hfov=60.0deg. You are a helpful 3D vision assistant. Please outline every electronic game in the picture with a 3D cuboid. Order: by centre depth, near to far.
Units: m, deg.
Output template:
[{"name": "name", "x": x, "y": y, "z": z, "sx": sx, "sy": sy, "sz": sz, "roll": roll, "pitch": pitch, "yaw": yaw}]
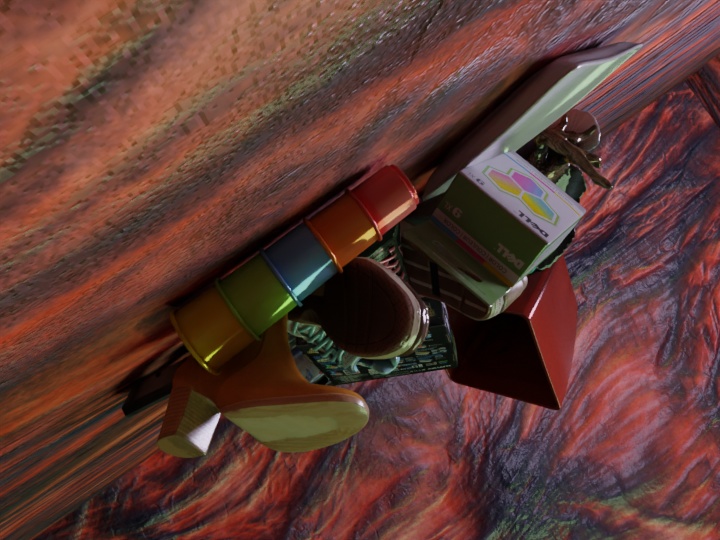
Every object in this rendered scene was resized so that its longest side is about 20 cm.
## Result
[{"name": "electronic game", "x": -0.162, "y": 0.107, "z": 0.681, "sx": 0.198, "sy": 0.042, "sz": 0.200, "roll": -27, "pitch": 178, "yaw": -1}]

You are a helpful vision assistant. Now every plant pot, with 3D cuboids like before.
[{"name": "plant pot", "x": 0.231, "y": 0.063, "z": 0.966, "sx": 0.198, "sy": 0.201, "sz": 0.177, "roll": 8, "pitch": -132, "yaw": 43}]

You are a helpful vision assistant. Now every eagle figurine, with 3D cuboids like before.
[{"name": "eagle figurine", "x": 0.223, "y": -0.109, "z": 0.823, "sx": 0.149, "sy": 0.154, "sz": 0.201, "roll": 3, "pitch": 149, "yaw": -7}]

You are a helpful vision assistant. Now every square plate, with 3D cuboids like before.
[{"name": "square plate", "x": 0.167, "y": -0.156, "z": 0.625, "sx": 0.199, "sy": 0.029, "sz": 0.198, "roll": -30, "pitch": 173, "yaw": -46}]

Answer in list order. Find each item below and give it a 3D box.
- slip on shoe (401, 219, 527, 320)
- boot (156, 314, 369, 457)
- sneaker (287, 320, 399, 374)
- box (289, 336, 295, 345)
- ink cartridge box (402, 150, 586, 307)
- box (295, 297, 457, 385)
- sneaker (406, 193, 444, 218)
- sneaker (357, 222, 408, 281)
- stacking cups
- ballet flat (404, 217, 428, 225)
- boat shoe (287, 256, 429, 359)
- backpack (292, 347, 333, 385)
[{"name": "slip on shoe", "x": 0.086, "y": -0.012, "z": 0.660, "sx": 0.060, "sy": 0.077, "sz": 0.199, "roll": -24, "pitch": -150, "yaw": -28}, {"name": "boot", "x": -0.074, "y": 0.068, "z": 0.502, "sx": 0.199, "sy": 0.071, "sz": 0.145, "roll": -15, "pitch": -137, "yaw": 28}, {"name": "sneaker", "x": -0.023, "y": 0.057, "z": 0.657, "sx": 0.199, "sy": 0.087, "sz": 0.078, "roll": 22, "pitch": 122, "yaw": -43}, {"name": "box", "x": -0.162, "y": 0.129, "z": 0.980, "sx": 0.158, "sy": 0.049, "sz": 0.200, "roll": -33, "pitch": 174, "yaw": -28}, {"name": "ink cartridge box", "x": 0.135, "y": -0.049, "z": 0.593, "sx": 0.199, "sy": 0.104, "sz": 0.060, "roll": -27, "pitch": 155, "yaw": -53}, {"name": "box", "x": 0.030, "y": 0.102, "z": 0.869, "sx": 0.197, "sy": 0.050, "sz": 0.199, "roll": -10, "pitch": 153, "yaw": 10}, {"name": "sneaker", "x": 0.146, "y": -0.053, "z": 0.778, "sx": 0.199, "sy": 0.114, "sz": 0.073, "roll": -23, "pitch": -148, "yaw": 34}, {"name": "sneaker", "x": 0.019, "y": -0.012, "z": 0.604, "sx": 0.078, "sy": 0.096, "sz": 0.200, "roll": -32, "pitch": 174, "yaw": -3}, {"name": "stacking cups", "x": -0.042, "y": -0.003, "z": 0.464, "sx": 0.199, "sy": 0.061, "sz": 0.061, "roll": -35, "pitch": 175, "yaw": -4}, {"name": "ballet flat", "x": 0.109, "y": -0.022, "z": 0.716, "sx": 0.197, "sy": 0.071, "sz": 0.068, "roll": 0, "pitch": 145, "yaw": 18}, {"name": "boat shoe", "x": 0.002, "y": 0.026, "z": 0.527, "sx": 0.074, "sy": 0.076, "sz": 0.201, "roll": 10, "pitch": -176, "yaw": -33}, {"name": "backpack", "x": -0.072, "y": 0.149, "z": 1.192, "sx": 0.190, "sy": 0.154, "sz": 0.200, "roll": -43, "pitch": 169, "yaw": 0}]
